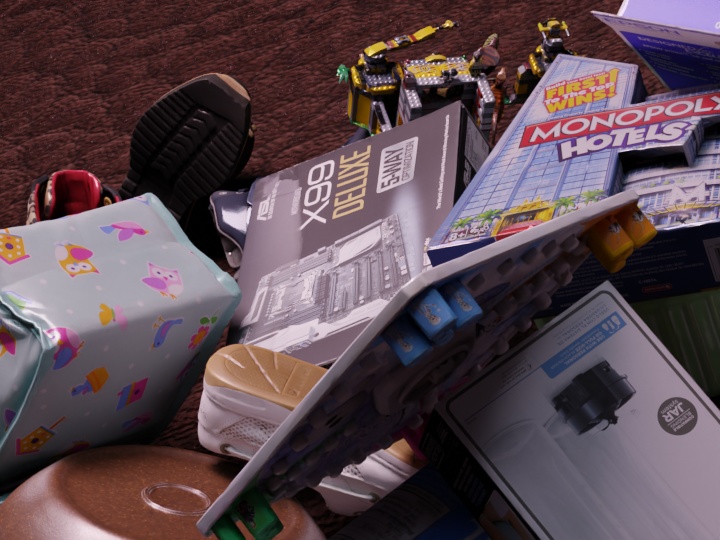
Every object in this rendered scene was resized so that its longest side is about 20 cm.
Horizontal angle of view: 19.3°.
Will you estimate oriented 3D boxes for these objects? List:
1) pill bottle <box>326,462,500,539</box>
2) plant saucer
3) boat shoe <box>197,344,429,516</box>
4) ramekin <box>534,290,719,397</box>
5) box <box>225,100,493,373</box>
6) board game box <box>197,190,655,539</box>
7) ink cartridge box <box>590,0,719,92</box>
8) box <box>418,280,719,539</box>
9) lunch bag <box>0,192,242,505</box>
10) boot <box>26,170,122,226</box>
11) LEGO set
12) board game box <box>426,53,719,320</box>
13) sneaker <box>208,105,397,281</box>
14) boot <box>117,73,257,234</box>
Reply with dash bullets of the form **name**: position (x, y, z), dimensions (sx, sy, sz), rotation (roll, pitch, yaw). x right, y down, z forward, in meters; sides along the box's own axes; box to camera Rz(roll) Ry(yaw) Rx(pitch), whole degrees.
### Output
- **pill bottle**: position (0.026, 0.173, 1.063), dimensions (0.200, 0.113, 0.112), rotation (-36, 31, -20)
- **plant saucer**: position (-0.104, 0.141, 1.178), dimensions (0.200, 0.037, 0.200), rotation (11, 16, -3)
- **boat shoe**: position (0.001, 0.107, 1.209), dimensions (0.199, 0.070, 0.071), rotation (21, 28, 10)
- **ramekin**: position (0.187, -0.008, 1.266), dimensions (0.199, 0.098, 0.200), rotation (-17, 30, 10)
- **box**: position (0.000, 0.000, 1.308), dimensions (0.157, 0.050, 0.200), rotation (-19, 39, 24)
- **board game box**: position (0.036, 0.052, 1.043), dimensions (0.200, 0.026, 0.200), rotation (-22, -23, -51)
- **ink cartridge box**: position (0.256, -0.124, 1.239), dimensions (0.197, 0.200, 0.044), rotation (14, 87, 24)
- **box**: position (0.135, 0.119, 1.007), dimensions (0.116, 0.060, 0.200), rotation (-33, 74, -19)
- **lunch bag**: position (-0.189, 0.069, 1.290), dimensions (0.122, 0.200, 0.170), rotation (45, 35, 24)
- **boot**: position (-0.198, 0.001, 1.456), dimensions (0.073, 0.151, 0.200), rotation (8, 30, -3)
- **LEGO set**: position (0.086, -0.126, 1.444), dimensions (0.199, 0.116, 0.154), rotation (1, 46, -6)
- **board game box**: position (0.156, -0.061, 1.210), dimensions (0.199, 0.062, 0.200), rotation (-10, 32, 21)
- **sneaker**: position (-0.031, -0.062, 1.534), dimensions (0.146, 0.077, 0.203), rotation (-9, 33, 19)
- **boot**: position (-0.109, -0.104, 1.581), dimensions (0.138, 0.077, 0.200), rotation (-47, 0, -43)
